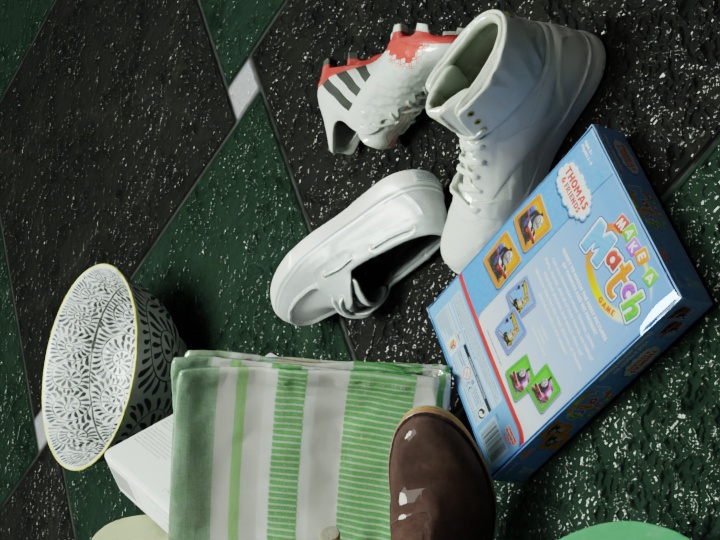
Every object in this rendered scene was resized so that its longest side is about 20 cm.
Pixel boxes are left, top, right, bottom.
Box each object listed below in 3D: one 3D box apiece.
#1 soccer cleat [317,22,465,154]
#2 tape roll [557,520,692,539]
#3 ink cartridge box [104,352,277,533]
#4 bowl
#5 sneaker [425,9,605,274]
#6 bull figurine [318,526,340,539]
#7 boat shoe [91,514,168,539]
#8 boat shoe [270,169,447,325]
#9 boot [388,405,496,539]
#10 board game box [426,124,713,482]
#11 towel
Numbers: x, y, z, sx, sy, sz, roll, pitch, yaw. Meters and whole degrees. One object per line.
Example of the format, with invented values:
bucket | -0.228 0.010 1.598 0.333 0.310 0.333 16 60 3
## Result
soccer cleat | 0.028 -0.143 1.148 0.200 0.068 0.086 -9 82 57
tape roll | 0.141 0.243 0.819 0.200 0.048 0.201 -32 35 27
ink cartridge box | -0.099 0.148 1.177 0.200 0.176 0.045 19 134 61
bowl | -0.228 0.100 1.404 0.200 0.094 0.202 -21 64 51
sneaker | 0.080 -0.091 1.013 0.074 0.115 0.201 48 120 47
bull figurine | -0.018 0.257 0.984 0.200 0.065 0.122 -116 7 -49
boat shoe | -0.126 0.231 1.143 0.200 0.074 0.063 -10 106 33
boat shoe | 0.000 0.000 1.146 0.200 0.072 0.069 -36 52 33
boot | 0.048 0.204 0.913 0.166 0.072 0.201 -59 -37 -71
board game box | 0.133 0.025 0.970 0.200 0.036 0.152 -51 43 35
towel | -0.038 0.134 1.032 0.023 0.199 0.154 -97 10 -74
